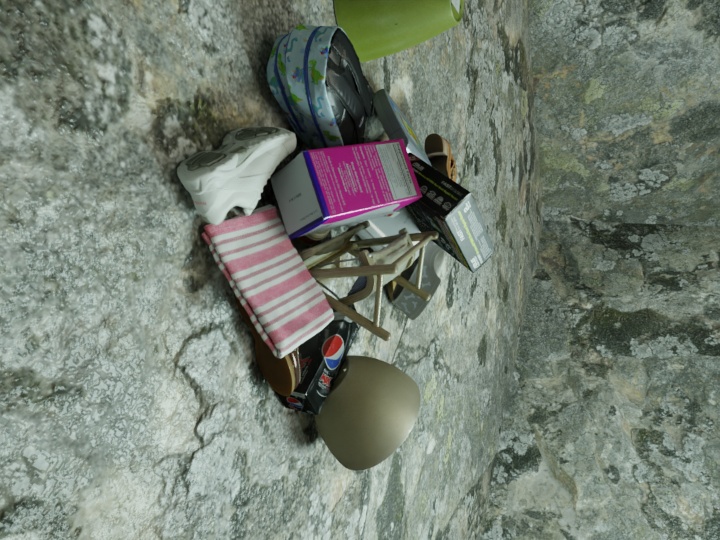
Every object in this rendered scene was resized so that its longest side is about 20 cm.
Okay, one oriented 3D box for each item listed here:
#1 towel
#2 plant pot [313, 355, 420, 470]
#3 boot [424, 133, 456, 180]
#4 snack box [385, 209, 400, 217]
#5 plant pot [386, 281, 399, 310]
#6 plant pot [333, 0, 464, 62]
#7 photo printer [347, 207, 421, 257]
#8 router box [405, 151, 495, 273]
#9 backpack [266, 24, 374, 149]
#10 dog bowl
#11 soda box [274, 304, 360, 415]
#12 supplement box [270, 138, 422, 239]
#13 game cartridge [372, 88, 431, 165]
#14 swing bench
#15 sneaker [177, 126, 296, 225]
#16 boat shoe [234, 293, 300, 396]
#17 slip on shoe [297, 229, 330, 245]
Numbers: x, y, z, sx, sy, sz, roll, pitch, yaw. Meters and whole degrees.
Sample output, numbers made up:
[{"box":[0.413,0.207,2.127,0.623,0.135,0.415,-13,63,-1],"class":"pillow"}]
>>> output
[{"box":[-0.120,0.009,0.738,0.201,0.030,0.146,59,32,-1],"class":"towel"},{"box":[-0.011,0.230,0.951,0.135,0.200,0.201,47,47,-21],"class":"plant pot"},{"box":[0.187,-0.203,1.219,0.155,0.073,0.202,8,87,-69],"class":"boot"},{"box":[-0.022,-0.131,0.888,0.199,0.024,0.072,0,70,-37],"class":"snack box"},{"box":[0.107,0.001,1.301,0.200,0.027,0.202,-21,114,-61],"class":"plant pot"},{"box":[0.082,-0.492,0.972,0.187,0.199,0.189,-17,110,-61],"class":"plant pot"},{"box":[0.066,-0.111,1.044,0.200,0.069,0.167,42,74,-31],"class":"photo printer"},{"box":[0.143,-0.097,0.923,0.062,0.150,0.200,-45,144,-1],"class":"router box"},{"box":[-0.056,-0.279,0.813,0.200,0.153,0.164,87,20,-79],"class":"backpack"},{"box":[0.131,0.006,1.157,0.201,0.058,0.200,-63,-177,6],"class":"dog bowl"},{"box":[-0.069,0.143,0.916,0.201,0.070,0.064,-63,145,-38],"class":"soda box"},{"box":[-0.018,-0.126,0.804,0.199,0.101,0.104,-16,87,-39],"class":"supplement box"},{"box":[0.083,-0.276,1.068,0.133,0.040,0.201,34,30,-45],"class":"game cartridge"},{"box":[0.000,0.000,0.879,0.199,0.199,0.131,-35,134,-58],"class":"swing bench"},{"box":[-0.156,-0.128,0.710,0.200,0.077,0.100,-43,139,-42],"class":"sneaker"},{"box":[-0.123,0.094,0.797,0.070,0.070,0.201,-43,132,-46],"class":"boat shoe"},{"box":[-0.057,-0.120,0.913,0.074,0.061,0.201,38,52,-14],"class":"slip on shoe"}]
